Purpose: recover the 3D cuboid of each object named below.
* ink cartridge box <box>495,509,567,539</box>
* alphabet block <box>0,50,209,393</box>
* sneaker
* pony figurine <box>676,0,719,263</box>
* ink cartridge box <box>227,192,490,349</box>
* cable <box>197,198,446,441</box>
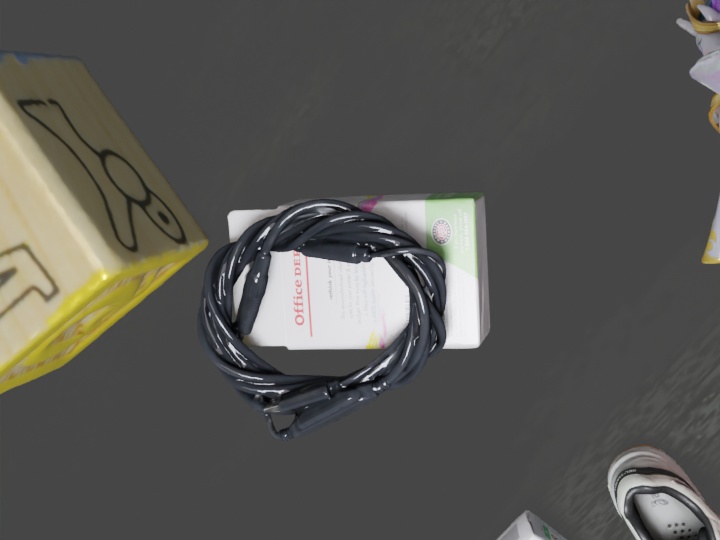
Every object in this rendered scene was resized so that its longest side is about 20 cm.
[{"bbox_3d":[0.157,0.315,0.985,0.199,0.050,0.161,38,105,-13],"label":"ink cartridge box"},{"bbox_3d":[-0.275,-0.036,0.959,0.196,0.195,0.201,-37,87,18],"label":"alphabet block"},{"bbox_3d":[0.264,0.225,0.914,0.200,0.088,0.076,42,103,4],"label":"sneaker"},{"bbox_3d":[0.287,-0.108,0.822,0.165,0.193,0.202,-12,95,-18],"label":"pony figurine"},{"bbox_3d":[0.000,0.000,0.958,0.197,0.067,0.119,-1,99,13],"label":"ink cartridge box"},{"bbox_3d":[-0.026,0.027,0.914,0.199,0.051,0.164,-30,87,19],"label":"cable"}]
